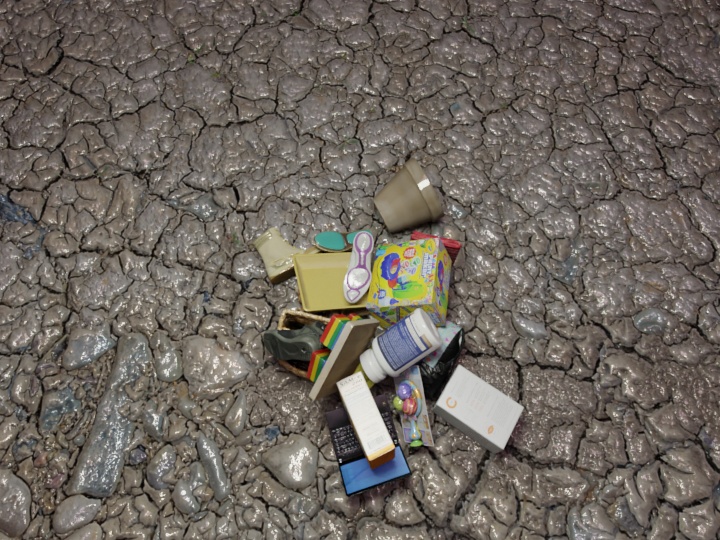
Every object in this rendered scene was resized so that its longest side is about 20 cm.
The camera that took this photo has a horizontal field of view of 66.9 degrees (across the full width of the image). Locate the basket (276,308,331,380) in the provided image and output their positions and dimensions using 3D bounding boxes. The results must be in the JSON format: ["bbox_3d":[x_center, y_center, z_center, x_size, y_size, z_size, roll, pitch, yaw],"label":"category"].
[{"bbox_3d":[-0.133,0.210,1.473,0.194,0.150,0.146,14,66,5],"label":"basket"}]

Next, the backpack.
[{"bbox_3d":[0.202,0.222,1.470,0.125,0.169,0.201,28,62,18],"label":"backpack"}]

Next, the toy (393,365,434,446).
[{"bbox_3d":[0.120,0.349,1.393,0.046,0.114,0.206,-13,90,-37],"label":"toy"}]

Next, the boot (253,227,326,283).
[{"bbox_3d":[-0.212,-0.070,1.644,0.196,0.073,0.157,-28,67,-9],"label":"boot"}]

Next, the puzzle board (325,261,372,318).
[{"bbox_3d":[-0.032,0.044,1.600,0.146,0.017,0.205,-11,62,14],"label":"puzzle board"}]

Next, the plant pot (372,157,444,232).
[{"bbox_3d":[0.135,-0.211,1.658,0.171,0.200,0.203,-29,68,5],"label":"plant pot"}]

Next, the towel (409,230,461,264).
[{"bbox_3d":[0.209,-0.057,1.567,0.140,0.201,0.023,14,75,6],"label":"towel"}]

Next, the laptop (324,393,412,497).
[{"bbox_3d":[0.017,0.440,1.392,0.172,0.103,0.206,-15,80,-8],"label":"laptop"}]

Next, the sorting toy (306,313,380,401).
[{"bbox_3d":[-0.054,0.199,1.339,0.069,0.199,0.202,31,98,19],"label":"sorting toy"}]

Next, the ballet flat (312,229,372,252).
[{"bbox_3d":[-0.055,-0.080,1.629,0.195,0.065,0.072,-4,67,-25],"label":"ballet flat"}]

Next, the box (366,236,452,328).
[{"bbox_3d":[0.136,0.037,1.480,0.188,0.122,0.205,-6,55,27],"label":"box"}]

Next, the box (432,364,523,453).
[{"bbox_3d":[0.306,0.365,1.434,0.197,0.098,0.125,32,69,13],"label":"box"}]

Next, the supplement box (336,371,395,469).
[{"bbox_3d":[0.013,0.370,1.343,0.072,0.127,0.203,-22,62,-8],"label":"supplement box"}]

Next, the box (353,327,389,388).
[{"bbox_3d":[0.033,0.253,1.472,0.200,0.050,0.075,-44,95,-2],"label":"box"}]

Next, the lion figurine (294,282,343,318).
[{"bbox_3d":[-0.111,0.092,1.561,0.196,0.073,0.124,23,55,13],"label":"lion figurine"}]

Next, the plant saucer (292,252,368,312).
[{"bbox_3d":[-0.086,0.041,1.533,0.194,0.049,0.203,-2,50,-19],"label":"plant saucer"}]

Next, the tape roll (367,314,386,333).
[{"bbox_3d":[0.109,0.095,1.588,0.196,0.037,0.208,0,65,-1],"label":"tape roll"}]

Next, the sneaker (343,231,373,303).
[{"bbox_3d":[0.000,0.000,1.515,0.073,0.100,0.205,13,69,3],"label":"sneaker"}]

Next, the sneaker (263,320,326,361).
[{"bbox_3d":[-0.159,0.180,1.409,0.195,0.113,0.079,-3,103,38],"label":"sneaker"}]

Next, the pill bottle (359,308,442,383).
[{"bbox_3d":[0.098,0.194,1.366,0.198,0.111,0.113,-36,67,14],"label":"pill bottle"}]
